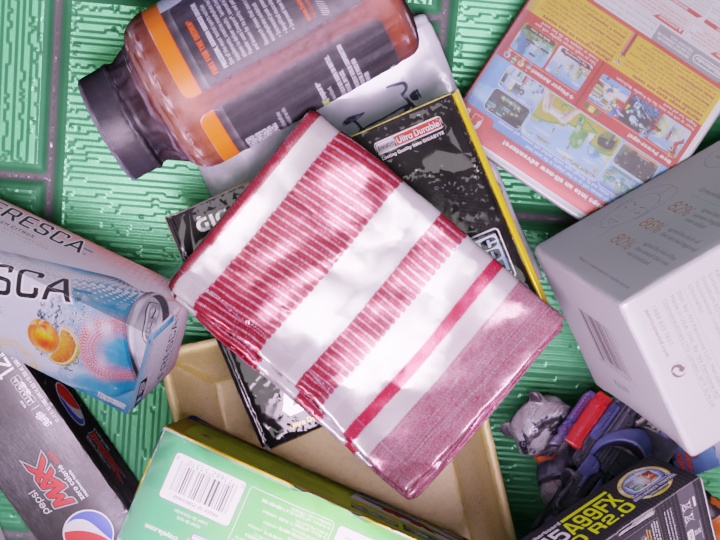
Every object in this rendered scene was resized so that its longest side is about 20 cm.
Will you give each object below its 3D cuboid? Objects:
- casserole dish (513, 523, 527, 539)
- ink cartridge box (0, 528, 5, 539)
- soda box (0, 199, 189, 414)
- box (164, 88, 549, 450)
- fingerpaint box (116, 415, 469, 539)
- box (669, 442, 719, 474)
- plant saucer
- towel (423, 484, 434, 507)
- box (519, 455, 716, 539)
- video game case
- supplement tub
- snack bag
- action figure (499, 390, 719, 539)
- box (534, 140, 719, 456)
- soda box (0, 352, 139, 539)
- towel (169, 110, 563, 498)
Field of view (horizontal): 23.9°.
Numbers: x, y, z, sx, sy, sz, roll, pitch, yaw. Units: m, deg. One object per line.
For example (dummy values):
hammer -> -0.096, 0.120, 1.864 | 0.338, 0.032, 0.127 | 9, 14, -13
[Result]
casserole dish -> 0.046, 0.250, 1.182 | 0.199, 0.039, 0.122 | -26, 103, 4
ink cartridge box -> -0.324, 0.169, 1.120 | 0.145, 0.083, 0.201 | -19, 103, 1
soda box -> -0.209, 0.010, 1.061 | 0.199, 0.068, 0.064 | 24, 120, 10
box -> 0.000, 0.000, 1.061 | 0.199, 0.049, 0.160 | -23, 92, 1
fingerpaint box -> -0.032, 0.161, 1.003 | 0.199, 0.167, 0.074 | 24, 88, 0
box -> 0.245, 0.024, 1.137 | 0.136, 0.038, 0.201 | -20, 104, 2
plant saucer -> -0.011, 0.126, 1.109 | 0.199, 0.048, 0.201 | -13, 90, 2
towel -> -0.044, 0.200, 1.146 | 0.143, 0.023, 0.201 | 29, 91, 2
box -> 0.140, 0.229, 0.954 | 0.160, 0.044, 0.201 | -28, 115, -24
video game case -> 0.167, -0.135, 1.084 | 0.143, 0.017, 0.201 | 34, 93, 0
supplement tub -> -0.071, -0.134, 1.043 | 0.199, 0.107, 0.107 | -29, 103, 0
snack bag -> 0.001, -0.048, 1.117 | 0.188, 0.021, 0.201 | -21, 103, 3
action figure -> 0.158, 0.164, 1.090 | 0.200, 0.105, 0.194 | -38, 85, -33
box -> 0.232, -0.002, 1.020 | 0.199, 0.152, 0.107 | -29, 107, -5
soda box -> -0.197, 0.133, 1.124 | 0.063, 0.071, 0.201 | -31, 103, 4
towel -> 0.002, 0.021, 1.019 | 0.200, 0.023, 0.144 | 40, 90, 1
